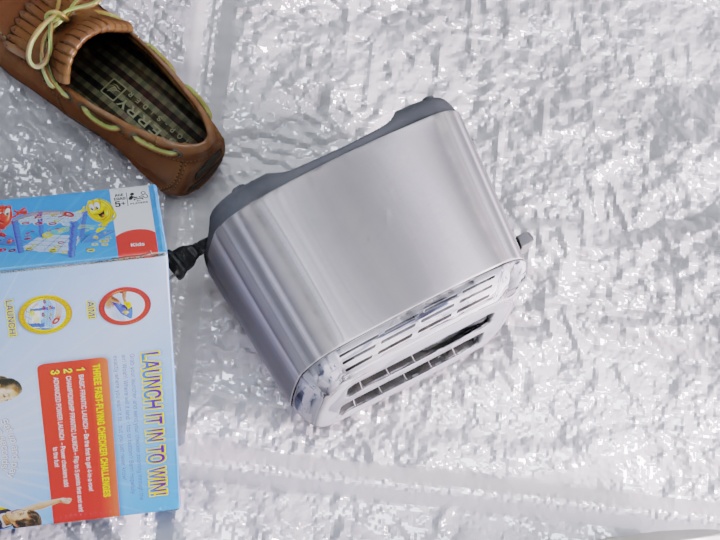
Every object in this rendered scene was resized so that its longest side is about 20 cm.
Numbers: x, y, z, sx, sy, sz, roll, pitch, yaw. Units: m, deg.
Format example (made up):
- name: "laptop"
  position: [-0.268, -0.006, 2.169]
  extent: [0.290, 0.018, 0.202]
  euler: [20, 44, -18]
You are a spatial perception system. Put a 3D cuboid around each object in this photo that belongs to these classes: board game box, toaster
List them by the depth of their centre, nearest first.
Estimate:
- name: "board game box"
  position: [-0.198, 0.054, 1.240]
  extent: [0.194, 0.201, 0.056]
  euler: [-6, 44, -8]
- name: "toaster"
  position: [0.000, 0.000, 1.331]
  extent: [0.199, 0.114, 0.130]
  euler: [-26, 74, -17]

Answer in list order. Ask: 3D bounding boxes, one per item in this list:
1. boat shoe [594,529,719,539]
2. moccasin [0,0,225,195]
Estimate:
- name: "boat shoe"
  position: [0.118, 0.192, 1.289]
  extent: [0.198, 0.072, 0.069]
  euler: [-13, 90, -18]
- name: "moccasin"
  position: [-0.165, -0.127, 1.386]
  extent: [0.074, 0.078, 0.201]
  euler: [-39, 76, -19]
